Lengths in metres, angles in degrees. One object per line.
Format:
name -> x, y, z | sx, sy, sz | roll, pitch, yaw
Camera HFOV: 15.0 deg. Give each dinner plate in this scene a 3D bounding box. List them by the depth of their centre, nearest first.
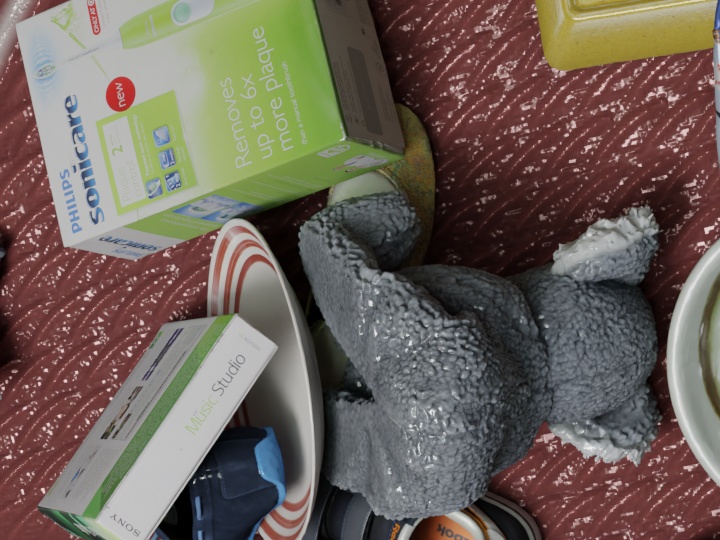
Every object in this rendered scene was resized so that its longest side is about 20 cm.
dinner plate -> -0.053, 0.067, 1.631 | 0.024, 0.200, 0.202 | -9, 101, -17

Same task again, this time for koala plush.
koala plush -> 0.087, 0.051, 1.565 | 0.199, 0.184, 0.179 | -9, 111, -20

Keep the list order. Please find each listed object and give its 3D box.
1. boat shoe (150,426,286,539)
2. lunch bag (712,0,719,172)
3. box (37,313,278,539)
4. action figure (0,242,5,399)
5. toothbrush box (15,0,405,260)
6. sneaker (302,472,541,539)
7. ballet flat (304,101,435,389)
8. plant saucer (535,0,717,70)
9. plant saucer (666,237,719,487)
boat shoe -> -0.101, 0.135, 1.660 | 0.200, 0.068, 0.085 | 118, 139, -61
lunch bag -> 0.272, -0.084, 1.459 | 0.159, 0.076, 0.202 | 0, 102, 15
box -> -0.123, 0.095, 1.621 | 0.036, 0.200, 0.145 | 36, 79, -10
action figure -> -0.318, 0.056, 1.766 | 0.193, 0.104, 0.201 | 25, 108, 25
toothbrush box -> -0.091, -0.108, 1.627 | 0.199, 0.086, 0.147 | -19, 76, 25
sneaker -> 0.008, 0.148, 1.669 | 0.199, 0.079, 0.079 | 16, 108, 19
ballet flat -> 0.000, 0.000, 1.645 | 0.070, 0.071, 0.202 | 17, 107, 17
plant saucer -> 0.175, -0.221, 1.537 | 0.198, 0.048, 0.202 | -7, 99, 23
plant saucer -> 0.276, 0.052, 1.555 | 0.199, 0.050, 0.202 | 5, 104, 21
